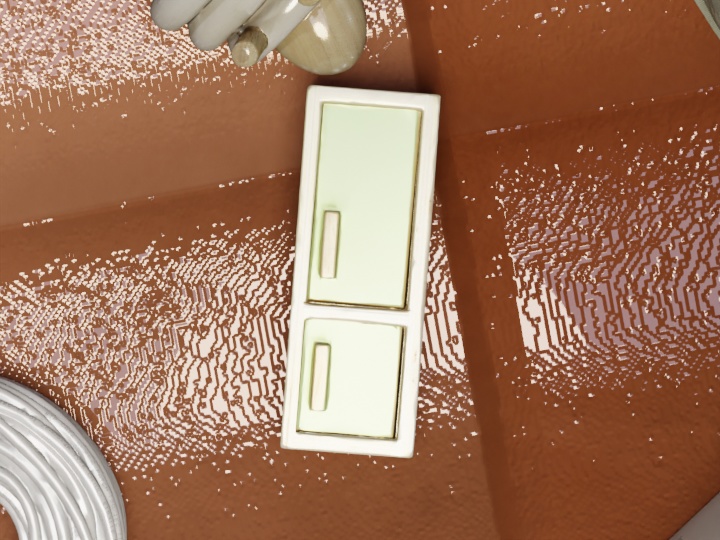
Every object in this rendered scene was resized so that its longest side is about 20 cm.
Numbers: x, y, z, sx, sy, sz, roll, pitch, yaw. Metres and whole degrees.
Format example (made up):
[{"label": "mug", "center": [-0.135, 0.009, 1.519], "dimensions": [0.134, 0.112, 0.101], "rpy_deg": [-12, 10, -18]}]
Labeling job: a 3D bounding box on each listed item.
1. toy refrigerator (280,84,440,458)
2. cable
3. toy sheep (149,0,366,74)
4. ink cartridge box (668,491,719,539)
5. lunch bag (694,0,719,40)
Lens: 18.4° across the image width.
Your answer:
[{"label": "toy refrigerator", "center": [0.000, 0.000, 1.241], "dimensions": [0.076, 0.070, 0.201], "rpy_deg": [5, 92, 0]}, {"label": "cable", "center": [-0.231, 0.156, 1.247], "dimensions": [0.199, 0.069, 0.200], "rpy_deg": [31, 92, -1]}, {"label": "toy sheep", "center": [-0.073, -0.183, 1.206], "dimensions": [0.138, 0.138, 0.200], "rpy_deg": [-44, 100, 1]}, {"label": "ink cartridge box", "center": [0.181, 0.206, 1.207], "dimensions": [0.200, 0.146, 0.084], "rpy_deg": [-44, 90, 1]}, {"label": "lunch bag", "center": [0.241, -0.214, 1.214], "dimensions": [0.164, 0.118, 0.200], "rpy_deg": [-35, 85, 1]}]
